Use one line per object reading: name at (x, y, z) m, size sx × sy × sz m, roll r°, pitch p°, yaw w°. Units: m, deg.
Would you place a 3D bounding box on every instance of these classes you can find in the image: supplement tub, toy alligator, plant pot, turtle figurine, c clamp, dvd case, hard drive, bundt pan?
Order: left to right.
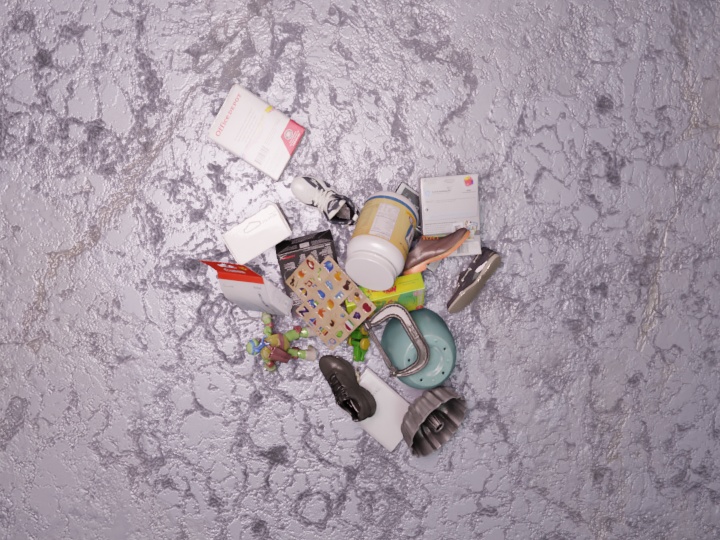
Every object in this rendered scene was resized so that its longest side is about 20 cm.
turtle figurine at (-0.216, 0.180, 1.467) m, size 0.189 × 0.200 × 0.148 m, roll 1°, pitch 67°, yaw -28°
toy alligator at (0.002, 0.193, 1.505) m, size 0.054 × 0.058 × 0.206 m, roll -13°, pitch 107°, yaw -47°
hard drive at (0.050, 0.374, 1.541) m, size 0.199 × 0.025 × 0.133 m, roll 41°, pitch 91°, yaw -9°
supplement tub at (0.050, -0.071, 1.368) m, size 0.142 × 0.145 × 0.204 m, roll 26°, pitch 59°, yaw -9°
c clamp at (0.066, 0.174, 1.379) m, size 0.170 × 0.027 × 0.202 m, roll -38°, pitch 82°, yaw 2°
dvd case at (0.150, -0.112, 1.496) m, size 0.197 × 0.025 × 0.152 m, roll 32°, pitch 92°, yaw -9°
plant pot at (0.157, 0.209, 1.466) m, size 0.194 × 0.161 × 0.207 m, roll -1°, pitch 96°, yaw -6°
bundt pan at (0.183, 0.385, 1.495) m, size 0.198 × 0.076 × 0.206 m, roll -24°, pitch 133°, yaw -28°

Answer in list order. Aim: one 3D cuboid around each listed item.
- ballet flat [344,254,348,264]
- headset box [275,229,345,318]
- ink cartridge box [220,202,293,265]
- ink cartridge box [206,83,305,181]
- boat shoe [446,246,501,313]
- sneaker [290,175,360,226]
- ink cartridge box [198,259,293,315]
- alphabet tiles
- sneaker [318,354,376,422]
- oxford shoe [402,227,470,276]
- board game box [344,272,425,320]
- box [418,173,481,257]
ballet flat at (0.000, 0.000, 1.472) m, size 0.069 × 0.069 × 0.205 m, roll -17°, pitch 102°, yaw -10°
headset box at (-0.121, 0.019, 1.434) m, size 0.145 × 0.075 × 0.205 m, roll -14°, pitch 118°, yaw -4°
ink cartridge box at (-0.240, -0.092, 1.368) m, size 0.143 × 0.200 × 0.086 m, roll -32°, pitch 99°, yaw -1°
ink cartridge box at (-0.250, -0.333, 1.397) m, size 0.197 × 0.086 × 0.150 m, roll 32°, pitch 93°, yaw -7°
boat shoe at (0.290, 0.025, 1.521) m, size 0.201 × 0.072 × 0.063 m, roll -51°, pitch 56°, yaw 7°
sneaker at (-0.083, -0.171, 1.411) m, size 0.197 × 0.130 × 0.080 m, roll 36°, pitch 91°, yaw -9°
ink cartridge box at (-0.276, 0.043, 1.359) m, size 0.157 × 0.200 × 0.048 m, roll 6°, pitch 68°, yaw 33°
alphabet tiles at (-0.083, 0.068, 1.363) m, size 0.200 × 0.008 × 0.167 m, roll 47°, pitch 114°, yaw 1°
sneaker at (-0.042, 0.300, 1.467) m, size 0.200 × 0.090 × 0.076 m, roll 46°, pitch 114°, yaw 15°
oxford shoe at (0.180, -0.060, 1.419) m, size 0.197 × 0.071 × 0.074 m, roll -32°, pitch 94°, yaw 1°
board game box at (0.059, 0.071, 1.418) m, size 0.194 × 0.102 × 0.049 m, roll -13°, pitch 59°, yaw -5°
box at (0.229, -0.139, 1.470) m, size 0.151 × 0.041 × 0.206 m, roll -5°, pitch 98°, yaw -6°
